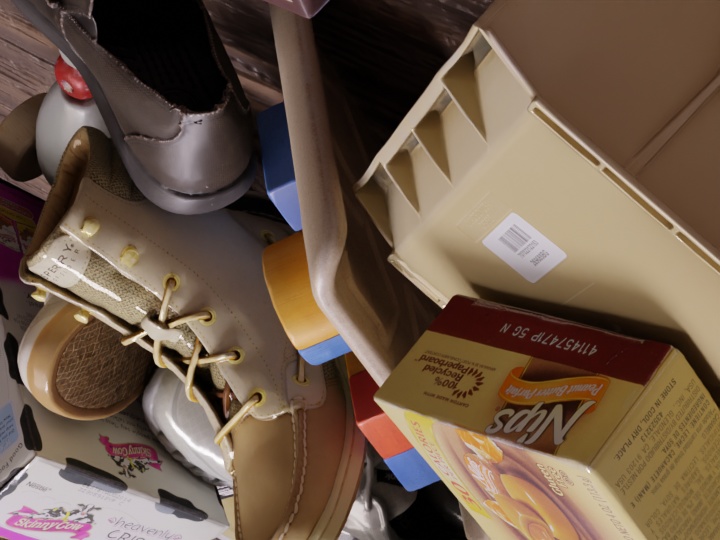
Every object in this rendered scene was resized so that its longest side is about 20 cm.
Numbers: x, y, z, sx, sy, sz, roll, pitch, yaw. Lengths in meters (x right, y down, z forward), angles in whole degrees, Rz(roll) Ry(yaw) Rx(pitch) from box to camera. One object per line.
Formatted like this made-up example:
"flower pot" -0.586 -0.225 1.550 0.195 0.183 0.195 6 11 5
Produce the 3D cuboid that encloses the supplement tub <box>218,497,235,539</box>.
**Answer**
"supplement tub" -0.020 0.116 1.113 0.200 0.145 0.145 20 154 47

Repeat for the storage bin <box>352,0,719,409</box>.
"storage bin" 0.111 -0.012 0.626 0.198 0.094 0.200 41 163 -1

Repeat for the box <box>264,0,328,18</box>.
"box" -0.062 -0.185 0.604 0.100 0.075 0.200 27 159 37

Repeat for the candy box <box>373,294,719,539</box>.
"candy box" 0.104 0.100 0.662 0.115 0.055 0.200 15 150 54

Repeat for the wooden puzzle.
"wooden puzzle" 0.000 0.000 0.794 0.186 0.046 0.200 -100 -14 -46

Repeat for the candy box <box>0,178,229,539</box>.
"candy box" -0.156 0.053 0.964 0.136 0.061 0.201 29 -151 -44

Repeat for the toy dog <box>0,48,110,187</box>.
"toy dog" -0.118 -0.095 0.947 0.132 0.096 0.200 50 148 -6

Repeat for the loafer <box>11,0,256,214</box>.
"loafer" -0.099 -0.121 0.797 0.200 0.073 0.071 55 154 17

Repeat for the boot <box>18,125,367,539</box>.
"boot" -0.075 0.033 0.804 0.155 0.201 0.073 29 129 -26

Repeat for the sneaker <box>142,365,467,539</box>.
"sneaker" -0.018 0.095 0.940 0.200 0.075 0.081 31 168 -25

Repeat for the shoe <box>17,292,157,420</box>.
"shoe" -0.124 0.025 0.918 0.053 0.070 0.200 15 -166 14

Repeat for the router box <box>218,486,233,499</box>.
"router box" -0.128 0.065 1.088 0.062 0.151 0.200 17 153 -40

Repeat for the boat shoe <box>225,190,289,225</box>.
"boat shoe" -0.010 0.024 0.954 0.200 0.074 0.060 39 171 -35
